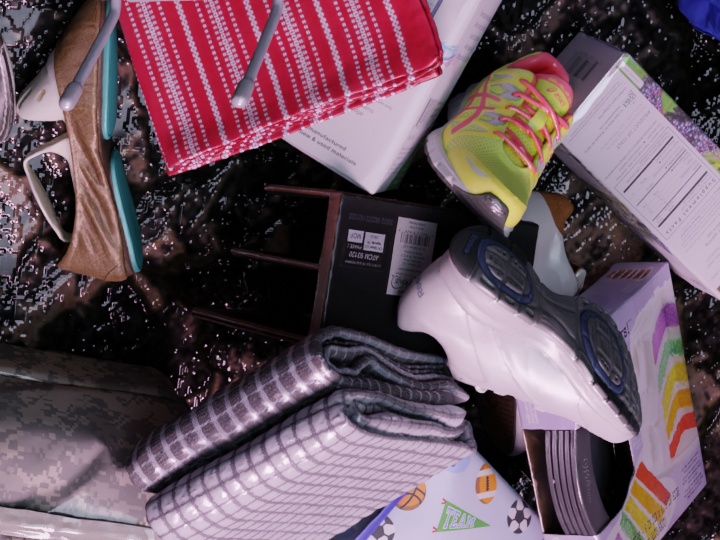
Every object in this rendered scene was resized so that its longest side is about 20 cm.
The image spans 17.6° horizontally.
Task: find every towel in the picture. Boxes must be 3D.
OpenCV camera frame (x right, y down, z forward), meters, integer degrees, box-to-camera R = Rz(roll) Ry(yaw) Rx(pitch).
[{"bbox_3d":[-0.055,-0.159,1.472,0.199,0.022,0.146,-20,82,14],"label":"towel"},{"bbox_3d":[-0.033,0.108,1.486,0.165,0.086,0.200,-33,160,21],"label":"towel"}]

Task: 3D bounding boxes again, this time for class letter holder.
[{"bbox_3d":[0.000,0.000,1.576,0.199,0.142,0.101,7,92,-46],"label":"letter holder"}]

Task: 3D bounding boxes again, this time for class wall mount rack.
[{"bbox_3d":[-0.112,-0.180,1.440,0.198,0.075,0.175,0,83,20],"label":"wall mount rack"}]

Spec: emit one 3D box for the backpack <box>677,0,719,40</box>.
[{"bbox_3d":[0.296,-0.231,1.590,0.161,0.200,0.169,-22,113,-13],"label":"backpack"}]

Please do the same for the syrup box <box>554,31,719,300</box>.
[{"bbox_3d":[0.212,-0.073,1.677,0.200,0.079,0.082,41,90,-26],"label":"syrup box"}]

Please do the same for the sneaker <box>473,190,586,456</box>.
[{"bbox_3d":[0.130,0.039,1.687,0.084,0.073,0.202,-12,116,-26],"label":"sneaker"}]

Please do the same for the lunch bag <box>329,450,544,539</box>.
[{"bbox_3d":[0.024,0.217,1.658,0.200,0.124,0.170,-50,118,-8],"label":"lunch bag"}]

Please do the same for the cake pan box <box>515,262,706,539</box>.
[{"bbox_3d":[0.178,0.112,1.662,0.200,0.052,0.186,-34,116,-54],"label":"cake pan box"}]

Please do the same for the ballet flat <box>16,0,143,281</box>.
[{"bbox_3d":[-0.190,-0.086,1.544,0.072,0.068,0.202,-3,113,2],"label":"ballet flat"}]

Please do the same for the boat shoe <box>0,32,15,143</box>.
[{"bbox_3d":[-0.270,-0.163,1.483,0.071,0.061,0.202,-24,113,-11],"label":"boat shoe"}]

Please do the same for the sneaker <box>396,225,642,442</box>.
[{"bbox_3d":[0.107,0.050,1.518,0.087,0.075,0.200,-33,119,33],"label":"sneaker"}]

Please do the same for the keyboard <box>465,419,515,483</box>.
[{"bbox_3d":[0.014,0.141,1.708,0.200,0.021,0.127,37,91,-25],"label":"keyboard"}]

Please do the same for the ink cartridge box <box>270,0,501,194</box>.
[{"bbox_3d":[0.031,-0.159,1.539,0.087,0.145,0.201,31,97,5],"label":"ink cartridge box"}]

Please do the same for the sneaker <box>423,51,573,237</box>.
[{"bbox_3d":[0.101,-0.095,1.550,0.090,0.200,0.078,-37,109,21],"label":"sneaker"}]

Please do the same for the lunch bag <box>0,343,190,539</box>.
[{"bbox_3d":[-0.206,0.141,1.545,0.199,0.168,0.140,11,103,-22],"label":"lunch bag"}]
